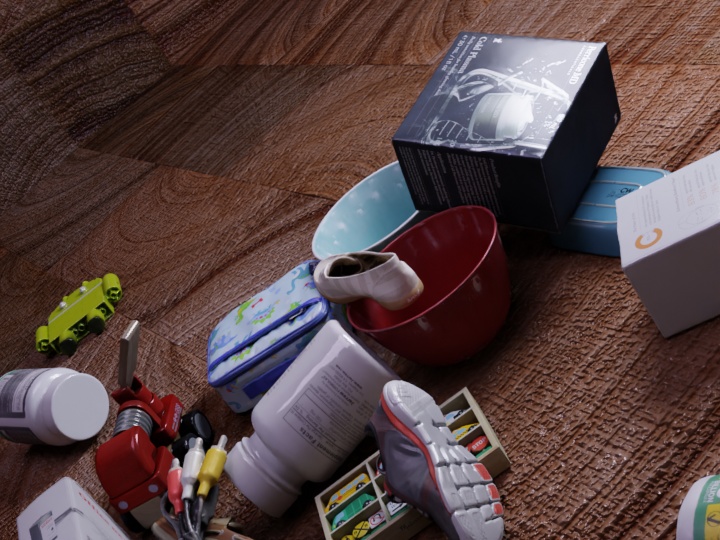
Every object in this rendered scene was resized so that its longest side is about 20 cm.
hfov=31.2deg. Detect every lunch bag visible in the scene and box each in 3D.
[{"bbox_3d":[-0.105,0.085,1.668,0.199,0.083,0.162,-32,27,16],"label":"lunch bag"}]

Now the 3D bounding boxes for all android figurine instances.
[{"bbox_3d":[-0.494,0.076,2.266,0.181,0.041,0.200,-37,26,3],"label":"android figurine"}]

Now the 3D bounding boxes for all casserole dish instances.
[{"bbox_3d":[0.286,-0.074,1.462,0.121,0.039,0.199,-46,26,-17],"label":"casserole dish"}]

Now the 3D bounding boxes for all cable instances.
[{"bbox_3d":[-0.183,0.259,1.332,0.096,0.050,0.201,-30,28,21],"label":"cable"}]

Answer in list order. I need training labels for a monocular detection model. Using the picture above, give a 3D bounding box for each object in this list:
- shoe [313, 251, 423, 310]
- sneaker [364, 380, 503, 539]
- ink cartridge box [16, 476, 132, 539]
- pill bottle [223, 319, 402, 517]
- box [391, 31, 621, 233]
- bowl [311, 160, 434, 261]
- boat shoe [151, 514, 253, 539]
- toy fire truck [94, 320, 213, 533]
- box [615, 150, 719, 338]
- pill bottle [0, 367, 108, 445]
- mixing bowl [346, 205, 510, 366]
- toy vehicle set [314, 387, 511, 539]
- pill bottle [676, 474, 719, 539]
[{"bbox_3d":[0.000,0.000,1.440,0.070,0.054,0.199,-47,25,-19],"label":"shoe"},{"bbox_3d":[0.065,0.199,1.214,0.082,0.076,0.201,-53,45,25],"label":"sneaker"},{"bbox_3d":[-0.295,0.335,1.404,0.084,0.146,0.200,-38,24,-2],"label":"ink cartridge box"},{"bbox_3d":[-0.054,0.164,1.403,0.200,0.114,0.114,-49,24,1],"label":"pill bottle"},{"bbox_3d":[0.173,-0.165,1.503,0.194,0.125,0.201,12,54,30],"label":"box"},{"bbox_3d":[0.047,-0.044,1.653,0.199,0.105,0.202,-31,25,16],"label":"bowl"},{"bbox_3d":[-0.149,0.301,1.368,0.074,0.076,0.199,-41,32,-23],"label":"boat shoe"},{"bbox_3d":[-0.268,0.183,1.568,0.128,0.201,0.177,-29,25,18],"label":"toy fire truck"},{"bbox_3d":[0.356,-0.043,1.237,0.198,0.098,0.125,-26,27,23],"label":"box"},{"bbox_3d":[-0.462,0.202,1.909,0.199,0.114,0.113,-5,39,49],"label":"pill bottle"},{"bbox_3d":[0.095,0.033,1.447,0.199,0.109,0.201,-32,24,16],"label":"mixing bowl"},{"bbox_3d":[0.049,0.212,1.295,0.199,0.027,0.124,-37,24,3],"label":"toy vehicle set"},{"bbox_3d":[0.324,0.184,0.863,0.198,0.113,0.113,-16,31,40],"label":"pill bottle"}]
